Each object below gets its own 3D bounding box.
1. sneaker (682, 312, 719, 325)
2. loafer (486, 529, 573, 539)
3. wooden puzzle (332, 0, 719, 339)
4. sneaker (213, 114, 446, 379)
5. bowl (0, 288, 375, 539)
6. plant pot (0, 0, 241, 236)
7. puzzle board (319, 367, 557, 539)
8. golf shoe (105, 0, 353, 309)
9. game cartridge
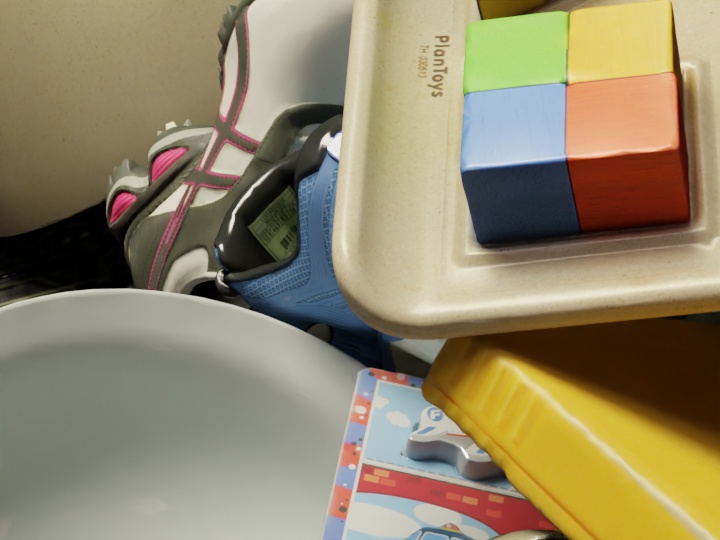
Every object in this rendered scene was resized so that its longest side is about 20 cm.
[{"bbox_3d":[0.191,0.009,0.790,0.199,0.078,0.082,-24,1,0],"label":"sneaker"},{"bbox_3d":[0.066,0.147,0.549,0.075,0.068,0.201,-23,64,-13],"label":"loafer"},{"bbox_3d":[0.095,-0.069,0.605,0.198,0.047,0.186,-3,47,8],"label":"wooden puzzle"},{"bbox_3d":[0.000,0.000,0.770,0.089,0.200,0.079,33,66,5],"label":"sneaker"},{"bbox_3d":[-0.058,0.107,0.680,0.199,0.091,0.202,14,40,-12],"label":"bowl"},{"bbox_3d":[-0.118,-0.127,1.003,0.199,0.135,0.201,-28,19,11],"label":"plant pot"},{"bbox_3d":[0.085,0.097,0.652,0.198,0.017,0.151,11,40,2],"label":"puzzle board"},{"bbox_3d":[-0.024,-0.042,0.865,0.077,0.200,0.089,6,52,-30],"label":"golf shoe"},{"bbox_3d":[0.128,0.077,0.593,0.176,0.033,0.200,7,27,-49],"label":"game cartridge"}]
